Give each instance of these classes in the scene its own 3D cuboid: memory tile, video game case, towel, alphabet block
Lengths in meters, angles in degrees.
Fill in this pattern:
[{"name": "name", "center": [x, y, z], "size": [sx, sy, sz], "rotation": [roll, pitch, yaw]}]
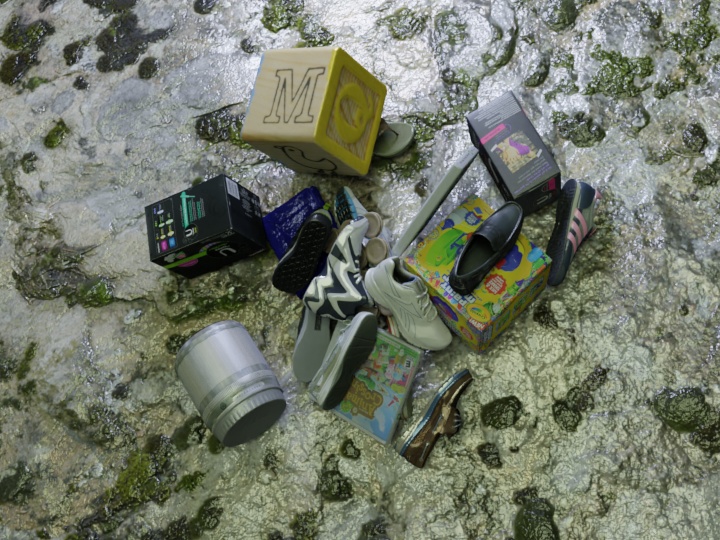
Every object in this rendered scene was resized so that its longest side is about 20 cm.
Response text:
[{"name": "memory tile", "center": [0.000, 0.000, 1.689], "size": [0.151, 0.017, 0.204], "rotation": [-20, 79, 33]}, {"name": "video game case", "center": [0.008, 0.196, 1.639], "size": [0.198, 0.022, 0.185], "rotation": [25, 96, 35]}, {"name": "video game case", "center": [0.141, -0.131, 1.629], "size": [0.022, 0.182, 0.201], "rotation": [36, 114, 3]}, {"name": "towel", "center": [-0.109, -0.061, 1.788], "size": [0.146, 0.050, 0.202], "rotation": [-32, 68, 3]}, {"name": "alphabet block", "center": [-0.090, -0.316, 1.756], "size": [0.197, 0.194, 0.201], "rotation": [8, 80, 37]}]

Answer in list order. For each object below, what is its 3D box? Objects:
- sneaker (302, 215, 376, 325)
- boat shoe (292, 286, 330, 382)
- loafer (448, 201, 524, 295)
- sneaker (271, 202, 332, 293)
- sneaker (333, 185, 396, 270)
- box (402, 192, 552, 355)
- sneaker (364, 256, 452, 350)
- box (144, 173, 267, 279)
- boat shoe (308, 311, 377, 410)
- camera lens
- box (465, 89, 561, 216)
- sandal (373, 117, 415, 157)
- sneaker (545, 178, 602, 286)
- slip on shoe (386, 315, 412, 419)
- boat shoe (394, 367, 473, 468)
[{"name": "sneaker", "center": [-0.008, 0.010, 1.645], "size": [0.128, 0.080, 0.201], "rotation": [31, 82, 5]}, {"name": "boat shoe", "center": [-0.090, 0.115, 1.718], "size": [0.067, 0.057, 0.205], "rotation": [11, 94, -12]}, {"name": "loafer", "center": [0.224, -0.045, 1.536], "size": [0.068, 0.071, 0.201], "rotation": [33, 72, 19]}, {"name": "sneaker", "center": [-0.105, -0.043, 1.725], "size": [0.071, 0.083, 0.201], "rotation": [30, 118, -11]}, {"name": "sneaker", "center": [0.014, -0.080, 1.750], "size": [0.085, 0.075, 0.203], "rotation": [-17, 75, -29]}, {"name": "box", "center": [0.213, 0.007, 1.620], "size": [0.192, 0.123, 0.200], "rotation": [-43, 68, -14]}, {"name": "sneaker", "center": [0.094, 0.062, 1.581], "size": [0.200, 0.087, 0.075], "rotation": [45, 46, -2]}, {"name": "box", "center": [-0.314, -0.086, 1.784], "size": [0.197, 0.148, 0.127], "rotation": [-20, 68, 19]}, {"name": "boat shoe", "center": [-0.035, 0.159, 1.622], "size": [0.065, 0.074, 0.205], "rotation": [38, 112, 34]}, {"name": "camera lens", "center": [-0.251, 0.210, 1.679], "size": [0.159, 0.160, 0.201], "rotation": [-37, 67, 1]}, {"name": "box", "center": [0.295, -0.220, 1.689], "size": [0.105, 0.122, 0.203], "rotation": [-27, 68, 4]}, {"name": "sandal", "center": [0.018, -0.287, 1.820], "size": [0.197, 0.057, 0.081], "rotation": [13, 74, 20]}, {"name": "sneaker", "center": [0.402, -0.064, 1.645], "size": [0.080, 0.070, 0.204], "rotation": [15, 91, -18]}, {"name": "slip on shoe", "center": [0.060, 0.178, 1.657], "size": [0.060, 0.074, 0.205], "rotation": [-7, 76, 16]}, {"name": "boat shoe", "center": [0.149, 0.272, 1.607], "size": [0.072, 0.072, 0.201], "rotation": [39, 96, 18]}]
